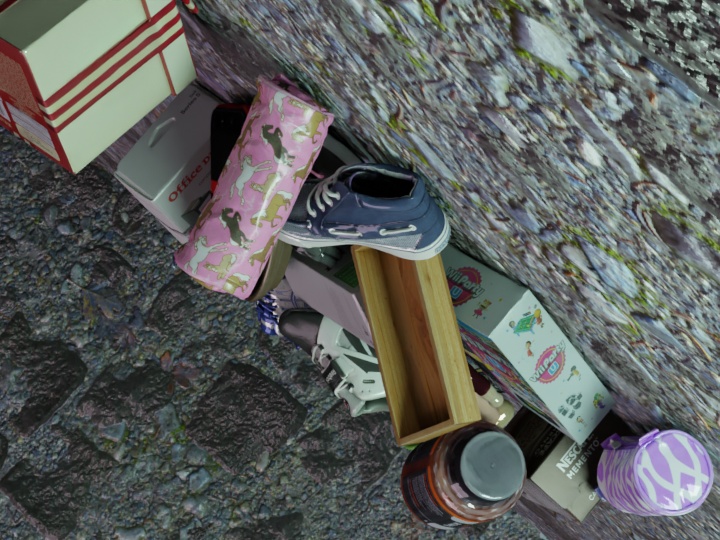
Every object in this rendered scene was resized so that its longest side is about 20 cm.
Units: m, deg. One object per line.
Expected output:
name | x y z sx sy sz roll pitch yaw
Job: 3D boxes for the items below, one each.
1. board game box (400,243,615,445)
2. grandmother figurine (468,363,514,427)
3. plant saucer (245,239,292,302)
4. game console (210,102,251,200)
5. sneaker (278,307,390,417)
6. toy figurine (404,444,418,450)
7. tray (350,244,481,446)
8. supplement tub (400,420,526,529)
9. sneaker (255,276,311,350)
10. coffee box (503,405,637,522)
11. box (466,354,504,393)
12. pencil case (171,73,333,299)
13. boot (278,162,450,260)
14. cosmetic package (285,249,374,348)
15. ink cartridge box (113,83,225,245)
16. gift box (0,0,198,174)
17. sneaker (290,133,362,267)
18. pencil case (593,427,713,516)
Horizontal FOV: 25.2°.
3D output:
board game box | 0.148 0.069 1.593 0.147 0.064 0.200 33 168 50
grandmother figurine | 0.093 0.110 1.692 0.120 0.061 0.200 6 156 24
plant saucer | -0.103 -0.066 1.733 0.029 0.202 0.200 4 -175 -18
game console | -0.130 -0.091 1.745 0.031 0.179 0.200 -2 -173 -16
sneaker | -0.010 0.110 1.777 0.199 0.089 0.074 24 154 8
toy figurine | 0.030 0.109 2.043 0.184 0.151 0.200 39 171 -19
tray | 0.052 0.057 1.535 0.098 0.037 0.202 -29 72 53
supplement tub | 0.113 0.219 1.726 0.107 0.107 0.200 41 163 -1
sneaker | -0.089 0.036 1.888 0.075 0.088 0.200 38 178 37
coffee box | 0.221 0.200 1.792 0.080 0.115 0.200 41 172 -8
box | 0.069 0.086 1.812 0.161 0.049 0.199 38 150 -28
pencil case | -0.097 -0.076 1.467 0.086 0.201 0.083 29 -172 17
boot | -0.017 -0.068 1.482 0.198 0.073 0.091 7 150 26
cosmetic package | 0.000 0.000 1.717 0.200 0.107 0.085 29 151 55
ink cartridge box | -0.180 -0.103 1.933 0.084 0.146 0.200 35 171 36
gift box | -0.270 -0.224 1.507 0.184 0.187 0.201 35 156 27
sneaker | -0.041 -0.070 1.599 0.071 0.099 0.200 38 171 33
pencil case | 0.286 0.196 1.583 0.086 0.083 0.200 63 173 5
